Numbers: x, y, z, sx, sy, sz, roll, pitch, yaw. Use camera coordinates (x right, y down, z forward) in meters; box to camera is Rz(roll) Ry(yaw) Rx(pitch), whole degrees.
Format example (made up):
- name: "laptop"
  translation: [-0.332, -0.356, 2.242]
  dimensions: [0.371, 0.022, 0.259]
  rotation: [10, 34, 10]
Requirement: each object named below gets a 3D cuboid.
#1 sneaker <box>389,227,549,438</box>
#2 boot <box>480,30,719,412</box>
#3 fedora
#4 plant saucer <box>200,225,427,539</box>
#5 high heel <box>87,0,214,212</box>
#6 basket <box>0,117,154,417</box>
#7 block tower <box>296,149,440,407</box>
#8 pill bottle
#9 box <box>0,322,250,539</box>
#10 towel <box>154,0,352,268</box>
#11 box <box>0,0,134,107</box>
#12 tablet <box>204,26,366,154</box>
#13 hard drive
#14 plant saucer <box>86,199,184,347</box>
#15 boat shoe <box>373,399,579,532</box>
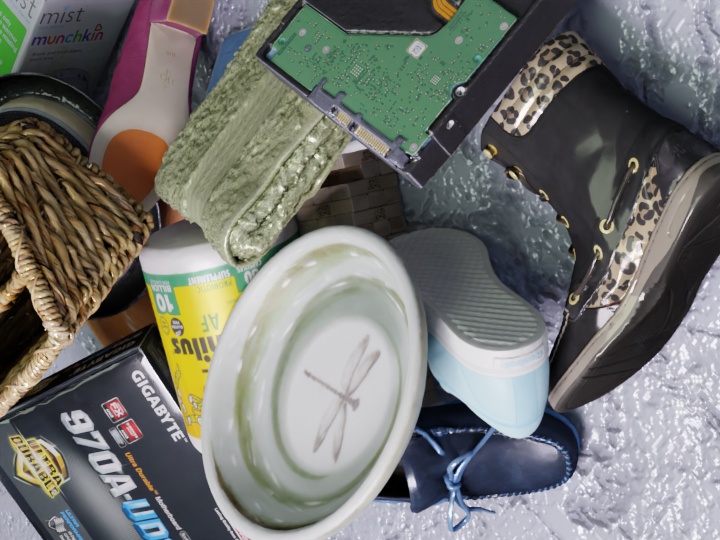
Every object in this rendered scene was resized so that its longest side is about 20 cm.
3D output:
- name: "sneaker"
  translation: [0.060, 0.040, 1.027]
  dimensions: [0.200, 0.073, 0.082]
  rotation: [-121, 23, -62]
- name: "boot"
  translation: [0.132, -0.028, 0.984]
  dimensions: [0.151, 0.073, 0.201]
  rotation: [50, 136, 28]
- name: "fedora"
  translation: [-0.244, -0.040, 1.217]
  dimensions: [0.200, 0.092, 0.202]
  rotation: [11, 120, 20]
- name: "plant saucer"
  translation: [-0.019, 0.074, 1.016]
  dimensions: [0.200, 0.050, 0.201]
  rotation: [-23, 57, 40]
- name: "high heel"
  translation: [-0.160, -0.118, 1.185]
  dimensions: [0.096, 0.067, 0.201]
  rotation: [1, 76, 68]
- name: "basket"
  translation: [-0.261, 0.011, 1.101]
  dimensions: [0.143, 0.149, 0.200]
  rotation: [41, 130, -11]
- name: "block tower"
  translation: [0.000, 0.000, 1.119]
  dimensions: [0.054, 0.058, 0.201]
  rotation: [-9, 95, 43]
- name: "pill bottle"
  translation: [-0.077, 0.063, 1.148]
  dimensions: [0.112, 0.113, 0.201]
  rotation: [0, 110, 42]
- name: "box"
  translation: [-0.170, 0.158, 1.226]
  dimensions: [0.158, 0.046, 0.201]
  rotation: [-26, 108, 18]
- name: "towel"
  translation: [-0.053, -0.108, 1.074]
  dimensions: [0.200, 0.036, 0.148]
  rotation: [-54, 37, 3]
- name: "box"
  translation: [-0.290, -0.212, 1.306]
  dimensions: [0.200, 0.096, 0.177]
  rotation: [50, 130, 23]
- name: "tablet"
  translation: [-0.040, -0.124, 1.110]
  dimensions: [0.199, 0.014, 0.131]
  rotation: [-10, 57, 43]
- name: "hard drive"
  translation: [0.048, -0.164, 0.981]
  dimensions: [0.140, 0.038, 0.200]
  rotation: [39, 89, 32]
- name: "plant saucer"
  translation: [-0.154, -0.017, 1.267]
  dimensions: [0.199, 0.037, 0.201]
  rotation: [12, 107, 41]
- name: "boat shoe"
  translation: [0.041, 0.131, 1.061]
  dimensions: [0.199, 0.069, 0.085]
  rotation: [-7, 115, 18]
